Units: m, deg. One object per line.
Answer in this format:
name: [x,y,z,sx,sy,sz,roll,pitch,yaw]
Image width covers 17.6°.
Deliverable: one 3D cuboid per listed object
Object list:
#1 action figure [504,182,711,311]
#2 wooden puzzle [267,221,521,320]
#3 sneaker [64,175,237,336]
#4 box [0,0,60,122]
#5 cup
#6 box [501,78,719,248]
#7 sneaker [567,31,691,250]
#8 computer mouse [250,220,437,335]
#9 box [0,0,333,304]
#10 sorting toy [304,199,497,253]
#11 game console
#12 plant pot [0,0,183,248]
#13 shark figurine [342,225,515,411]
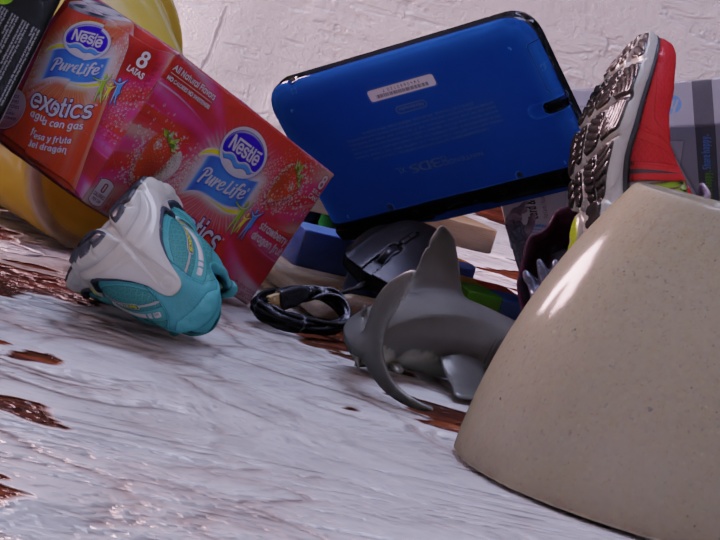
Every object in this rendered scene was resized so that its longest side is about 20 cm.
action figure: [0.167,0.013,1.469,0.133,0.150,0.200,-13,-18,8]
wooden puzzle: [0.025,0.010,1.544,0.184,0.047,0.200,12,6,-25]
sneaker: [-0.106,0.004,1.219,0.080,0.078,0.200,44,0,-3]
box: [-0.211,-0.123,1.306,0.035,0.201,0.110,33,-37,-18]
cup: [0.158,0.041,1.083,0.199,0.144,0.200,16,5,-1]
box: [0.193,-0.073,1.598,0.198,0.041,0.156,-3,-27,8]
sneaker: [0.167,-0.036,1.352,0.084,0.202,0.077,9,-9,-15]
computer mouse: [0.000,0.000,1.412,0.058,0.034,0.200,35,28,18]
box: [-0.114,-0.069,1.358,0.095,0.100,0.200,33,-2,32]
sorting toy: [-0.033,-0.035,1.712,0.199,0.070,0.199,13,6,-23]
game console: [0.073,-0.093,1.502,0.199,0.171,0.118,-13,26,32]
plant pot: [-0.189,-0.111,1.510,0.200,0.202,0.189,11,23,-38]
shark figurine: [0.034,0.020,1.269,0.128,0.090,0.214,17,4,31]
